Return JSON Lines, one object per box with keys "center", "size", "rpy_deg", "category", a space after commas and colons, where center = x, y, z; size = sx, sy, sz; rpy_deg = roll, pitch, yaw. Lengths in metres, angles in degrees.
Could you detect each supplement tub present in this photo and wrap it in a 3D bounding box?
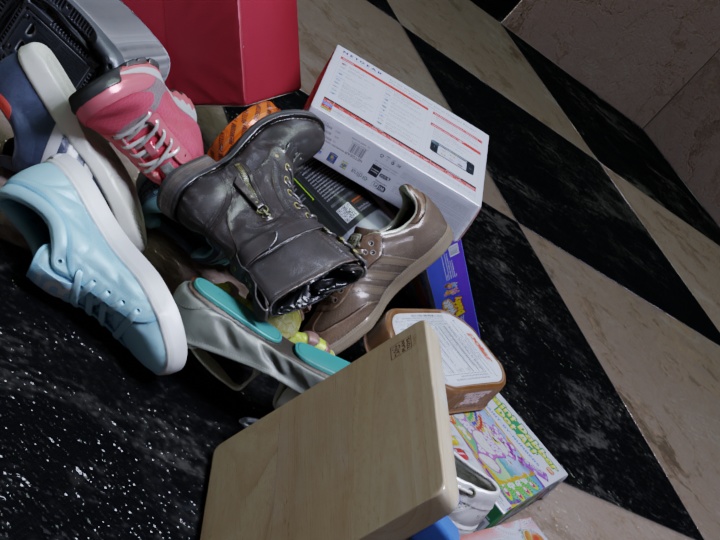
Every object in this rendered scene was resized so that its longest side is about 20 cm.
{"center": [-0.061, -0.072, 1.281], "size": [0.200, 0.123, 0.122], "rpy_deg": [47, 22, 9], "category": "supplement tub"}

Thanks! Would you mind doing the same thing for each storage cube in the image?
{"center": [-0.168, -0.269, 1.296], "size": [0.169, 0.182, 0.200], "rpy_deg": [1, 13, 16], "category": "storage cube"}

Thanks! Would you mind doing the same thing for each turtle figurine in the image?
{"center": [-0.085, 0.021, 1.081], "size": [0.199, 0.064, 0.162], "rpy_deg": [28, 46, -25], "category": "turtle figurine"}

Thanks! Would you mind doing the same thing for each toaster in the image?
{"center": [-0.267, -0.205, 1.170], "size": [0.200, 0.114, 0.129], "rpy_deg": [42, 22, 5], "category": "toaster"}

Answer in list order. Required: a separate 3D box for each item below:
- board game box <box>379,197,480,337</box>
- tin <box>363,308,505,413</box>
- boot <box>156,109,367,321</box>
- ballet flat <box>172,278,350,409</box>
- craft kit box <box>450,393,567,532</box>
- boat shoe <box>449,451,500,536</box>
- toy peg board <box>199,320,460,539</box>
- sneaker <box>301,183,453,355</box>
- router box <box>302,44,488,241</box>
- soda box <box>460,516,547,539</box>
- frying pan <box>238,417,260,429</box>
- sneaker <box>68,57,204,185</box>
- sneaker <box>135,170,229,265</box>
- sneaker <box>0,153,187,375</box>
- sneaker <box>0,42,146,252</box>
{"center": [0.075, -0.010, 1.369], "size": [0.135, 0.044, 0.201], "rpy_deg": [60, -8, 38], "category": "board game box"}
{"center": [0.078, 0.089, 1.231], "size": [0.112, 0.042, 0.199], "rpy_deg": [56, 24, 20], "category": "tin"}
{"center": [-0.058, -0.045, 1.058], "size": [0.174, 0.070, 0.199], "rpy_deg": [38, 53, 25], "category": "boot"}
{"center": [-0.069, 0.078, 0.997], "size": [0.199, 0.064, 0.067], "rpy_deg": [30, 9, -2], "category": "ballet flat"}
{"center": [0.102, 0.160, 1.247], "size": [0.200, 0.049, 0.197], "rpy_deg": [50, 19, 16], "category": "craft kit box"}
{"center": [0.033, 0.138, 1.040], "size": [0.199, 0.069, 0.071], "rpy_deg": [38, 24, -1], "category": "boat shoe"}
{"center": [-0.005, 0.166, 0.854], "size": [0.098, 0.198, 0.201], "rpy_deg": [51, 17, -24], "category": "toy peg board"}
{"center": [0.000, 0.000, 1.182], "size": [0.076, 0.200, 0.070], "rpy_deg": [54, -22, -20], "category": "sneaker"}
{"center": [0.037, -0.136, 1.288], "size": [0.199, 0.049, 0.180], "rpy_deg": [30, 29, -8], "category": "router box"}
{"center": [0.095, 0.257, 1.011], "size": [0.064, 0.068, 0.199], "rpy_deg": [53, 24, 24], "category": "soda box"}
{"center": [-0.019, 0.166, 1.029], "size": [0.115, 0.031, 0.189], "rpy_deg": [51, 25, 23], "category": "frying pan"}
{"center": [-0.174, -0.117, 1.053], "size": [0.087, 0.073, 0.200], "rpy_deg": [63, 10, 11], "category": "sneaker"}
{"center": [-0.126, -0.029, 1.170], "size": [0.199, 0.078, 0.087], "rpy_deg": [26, 32, -18], "category": "sneaker"}
{"center": [-0.215, 0.007, 0.959], "size": [0.082, 0.074, 0.201], "rpy_deg": [-29, 76, -36], "category": "sneaker"}
{"center": [-0.257, -0.090, 1.052], "size": [0.201, 0.084, 0.075], "rpy_deg": [62, 4, -20], "category": "sneaker"}
